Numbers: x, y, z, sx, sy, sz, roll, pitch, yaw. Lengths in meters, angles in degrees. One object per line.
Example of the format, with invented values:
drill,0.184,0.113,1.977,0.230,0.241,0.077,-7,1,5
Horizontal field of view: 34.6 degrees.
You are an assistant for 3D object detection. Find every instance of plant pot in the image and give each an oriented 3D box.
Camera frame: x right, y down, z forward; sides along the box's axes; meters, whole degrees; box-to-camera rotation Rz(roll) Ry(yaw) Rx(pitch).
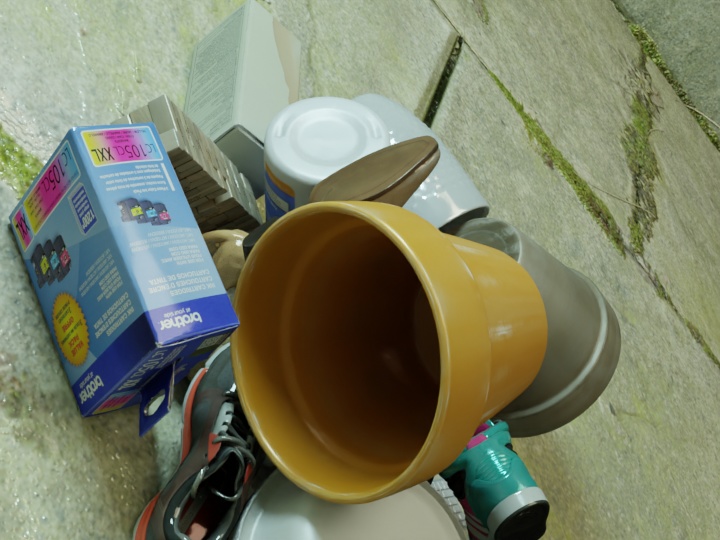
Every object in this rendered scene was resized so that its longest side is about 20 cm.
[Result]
plant pot,0.146,0.043,1.194,0.174,0.198,0.201,50,27,-40
plant pot,0.037,0.049,0.838,0.182,0.200,0.202,-6,67,-49

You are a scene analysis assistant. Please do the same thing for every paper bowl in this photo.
paper bowl,-0.002,0.226,0.847,0.199,0.105,0.202,15,51,-20

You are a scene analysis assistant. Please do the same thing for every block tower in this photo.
block tower,-0.142,-0.078,0.982,0.200,0.054,0.058,48,20,-67

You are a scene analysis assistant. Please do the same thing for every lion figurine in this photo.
lion figurine,-0.081,0.019,0.986,0.199,0.122,0.073,37,35,-31

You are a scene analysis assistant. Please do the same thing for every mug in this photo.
mug,0.011,-0.084,1.225,0.199,0.148,0.176,-27,75,-31

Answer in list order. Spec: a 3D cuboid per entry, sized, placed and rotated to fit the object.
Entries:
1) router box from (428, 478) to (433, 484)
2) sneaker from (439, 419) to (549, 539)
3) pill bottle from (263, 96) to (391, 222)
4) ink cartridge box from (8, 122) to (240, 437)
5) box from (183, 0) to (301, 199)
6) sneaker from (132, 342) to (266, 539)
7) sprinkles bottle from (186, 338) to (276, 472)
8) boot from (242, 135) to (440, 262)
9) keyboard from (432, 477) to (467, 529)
router box,0.043,0.085,1.072,0.052,0.158,0.202,4,48,-10
sneaker,0.115,0.206,1.095,0.121,0.083,0.201,61,-14,26
pill bottle,-0.031,-0.047,1.048,0.111,0.201,0.113,2,50,-2
ink cartridge box,-0.169,0.014,0.834,0.076,0.136,0.202,-14,73,-42
box,-0.117,-0.163,1.135,0.078,0.095,0.201,37,37,-33
sneaker,-0.095,0.134,0.846,0.077,0.082,0.202,31,55,-19
sprinkles bottle,-0.088,0.102,0.952,0.200,0.068,0.068,51,30,-14
boot,0.000,0.000,0.936,0.147,0.199,0.070,63,-5,-27
keyboard,0.040,0.228,1.084,0.199,0.011,0.057,7,57,-55
